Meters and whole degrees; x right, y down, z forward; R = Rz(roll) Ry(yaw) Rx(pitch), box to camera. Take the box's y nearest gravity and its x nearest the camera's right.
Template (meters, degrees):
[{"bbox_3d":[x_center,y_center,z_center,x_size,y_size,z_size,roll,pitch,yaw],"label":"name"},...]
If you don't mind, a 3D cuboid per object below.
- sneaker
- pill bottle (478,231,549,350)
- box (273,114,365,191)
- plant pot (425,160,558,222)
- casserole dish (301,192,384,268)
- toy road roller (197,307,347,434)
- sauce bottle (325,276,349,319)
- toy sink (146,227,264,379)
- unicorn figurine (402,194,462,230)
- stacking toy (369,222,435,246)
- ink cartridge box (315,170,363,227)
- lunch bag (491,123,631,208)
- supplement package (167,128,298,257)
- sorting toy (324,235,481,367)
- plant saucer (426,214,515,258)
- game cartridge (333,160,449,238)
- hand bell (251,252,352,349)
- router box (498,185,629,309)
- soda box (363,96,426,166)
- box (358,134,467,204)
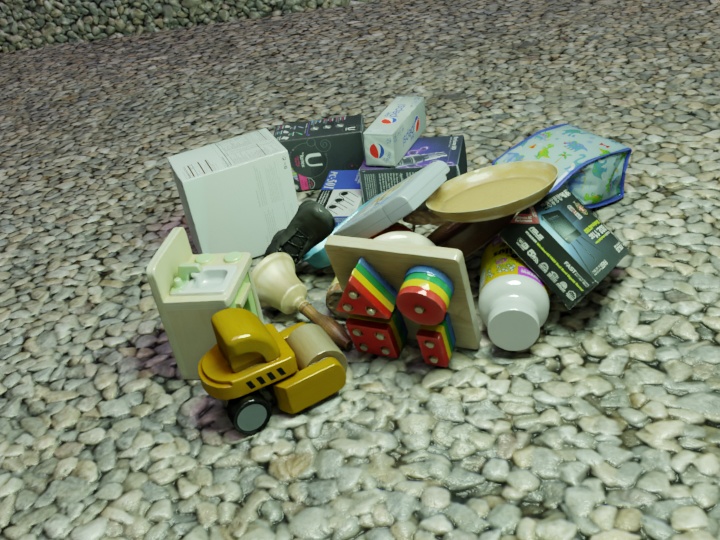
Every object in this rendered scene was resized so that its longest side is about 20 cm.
[{"bbox_3d":[-0.111,-0.046,1.291,0.076,0.200,0.091,37,50,-8],"label":"sneaker"},{"bbox_3d":[0.230,0.029,1.122,0.103,0.105,0.201,-2,33,12],"label":"pill bottle"},{"bbox_3d":[-0.084,-0.254,1.630,0.198,0.123,0.106,-7,32,6],"label":"box"},{"bbox_3d":[0.195,-0.115,1.109,0.198,0.028,0.200,-15,22,6],"label":"plant pot"},{"bbox_3d":[-0.021,-0.066,1.340,0.200,0.039,0.121,-41,10,-21],"label":"casserole dish"},{"bbox_3d":[-0.127,0.116,1.041,0.199,0.147,0.123,-22,34,-19],"label":"toy road roller"},{"bbox_3d":[0.000,0.000,1.265,0.065,0.066,0.201,4,36,20],"label":"sauce bottle"},{"bbox_3d":[-0.223,0.046,1.128,0.111,0.202,0.131,-3,32,11],"label":"toy sink"},{"bbox_3d":[0.120,-0.106,1.263,0.136,0.075,0.200,-8,-1,21],"label":"unicorn figurine"},{"bbox_3d":[0.049,-0.031,1.217,0.145,0.147,0.200,-11,29,-2],"label":"stacking toy"},{"bbox_3d":[-0.036,-0.140,1.512,0.093,0.045,0.201,0,33,12],"label":"ink cartridge box"},{"bbox_3d":[0.371,-0.185,1.397,0.199,0.129,0.170,-16,32,-28],"label":"lunch bag"},{"bbox_3d":[-0.234,-0.136,1.421,0.198,0.193,0.147,-19,33,-16],"label":"supplement package"},{"bbox_3d":[0.054,0.052,1.059,0.198,0.200,0.070,8,52,25],"label":"sorting toy"},{"bbox_3d":[0.167,-0.063,1.253,0.200,0.037,0.200,-34,9,6],"label":"plant saucer"},{"bbox_3d":[0.041,-0.098,1.181,0.133,0.042,0.199,-38,8,-38],"label":"game cartridge"},{"bbox_3d":[-0.083,0.063,1.191,0.104,0.105,0.199,-32,50,-31],"label":"hand bell"},{"bbox_3d":[0.312,-0.041,1.133,0.150,0.062,0.200,48,34,10],"label":"router box"},{"bbox_3d":[0.071,-0.277,1.479,0.063,0.069,0.200,6,35,22],"label":"soda box"},{"bbox_3d":[0.110,-0.191,1.496,0.198,0.105,0.148,-2,32,13],"label":"box"}]
